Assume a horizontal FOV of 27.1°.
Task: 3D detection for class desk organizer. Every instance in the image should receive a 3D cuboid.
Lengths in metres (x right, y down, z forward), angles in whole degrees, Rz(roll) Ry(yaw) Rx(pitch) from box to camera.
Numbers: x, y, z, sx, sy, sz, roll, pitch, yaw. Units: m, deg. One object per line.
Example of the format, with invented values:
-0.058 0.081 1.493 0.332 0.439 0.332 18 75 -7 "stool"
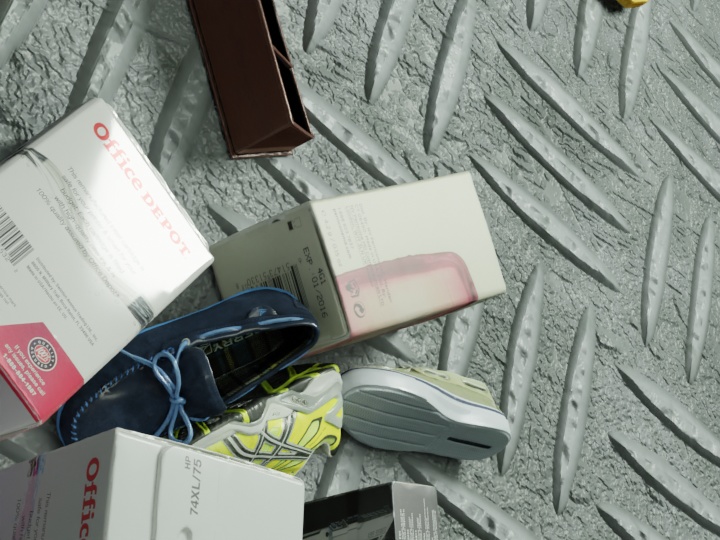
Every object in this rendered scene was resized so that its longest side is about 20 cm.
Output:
-0.084 -0.200 1.235 0.072 0.077 0.201 -9 81 -47 "desk organizer"

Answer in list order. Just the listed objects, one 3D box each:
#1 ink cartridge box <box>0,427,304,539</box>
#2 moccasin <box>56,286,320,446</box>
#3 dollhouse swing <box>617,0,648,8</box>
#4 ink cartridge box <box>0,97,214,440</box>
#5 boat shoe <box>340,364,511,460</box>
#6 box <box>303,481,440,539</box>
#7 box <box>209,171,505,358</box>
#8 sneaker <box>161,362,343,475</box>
-0.153 0.199 0.911 0.146 0.200 0.147 22 60 -38 "ink cartridge box"
-0.119 0.068 1.049 0.200 0.068 0.081 -34 122 -22 "moccasin"
0.300 -0.428 1.663 0.175 0.182 0.200 27 53 -11 "dollhouse swing"
-0.216 -0.003 1.015 0.145 0.084 0.200 56 45 -13 "ink cartridge box"
0.045 0.112 1.259 0.200 0.072 0.062 23 34 -42 "boat shoe"
-0.009 0.263 1.064 0.050 0.157 0.201 14 65 -42 "box"
0.000 0.000 1.202 0.200 0.128 0.109 -13 84 -47 "box"
-0.081 0.130 1.109 0.200 0.075 0.077 -20 101 -41 "sneaker"
